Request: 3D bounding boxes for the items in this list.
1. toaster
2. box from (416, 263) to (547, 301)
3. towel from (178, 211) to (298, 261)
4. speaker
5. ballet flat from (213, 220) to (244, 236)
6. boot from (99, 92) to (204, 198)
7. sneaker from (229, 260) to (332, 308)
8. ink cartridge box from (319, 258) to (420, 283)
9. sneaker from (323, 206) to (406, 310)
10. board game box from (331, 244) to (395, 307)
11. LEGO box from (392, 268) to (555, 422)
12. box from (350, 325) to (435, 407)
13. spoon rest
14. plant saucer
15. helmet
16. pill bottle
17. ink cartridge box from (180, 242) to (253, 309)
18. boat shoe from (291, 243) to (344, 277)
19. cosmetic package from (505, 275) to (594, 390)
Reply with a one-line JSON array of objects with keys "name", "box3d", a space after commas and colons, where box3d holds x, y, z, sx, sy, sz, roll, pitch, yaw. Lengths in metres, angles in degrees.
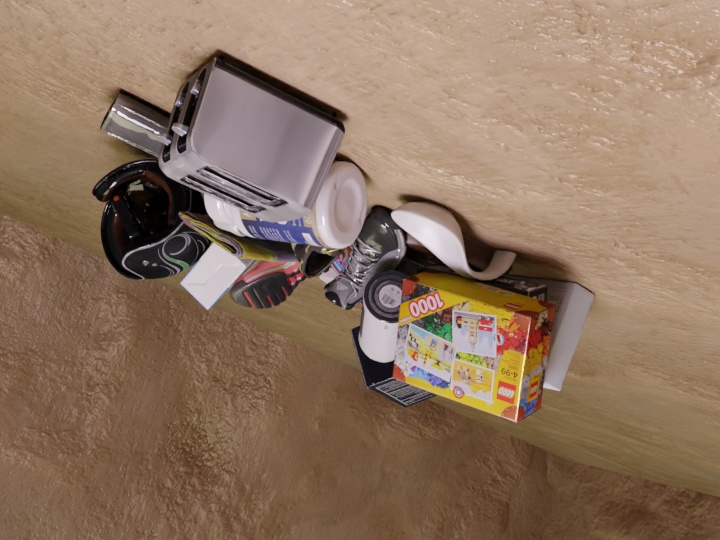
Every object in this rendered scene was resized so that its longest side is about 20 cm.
[{"name": "toaster", "box3d": [-0.124, -0.143, 1.343, 0.199, 0.119, 0.181, 24, 170, -20]}, {"name": "box", "box3d": [0.168, 0.084, 1.657, 0.199, 0.159, 0.050, 13, -162, 41]}, {"name": "towel", "box3d": [-0.169, -0.051, 1.784, 0.143, 0.023, 0.200, 30, -165, 32]}, {"name": "speaker", "box3d": [0.040, 0.072, 1.733, 0.081, 0.082, 0.200, 20, 160, 5]}, {"name": "ballet flat", "box3d": [-0.156, -0.083, 1.765, 0.069, 0.070, 0.200, 16, -171, 23]}, {"name": "boot", "box3d": [-0.269, -0.168, 1.641, 0.199, 0.073, 0.182, 17, 158, -15]}, {"name": "sneaker", "box3d": [-0.127, -0.010, 1.896, 0.087, 0.199, 0.074, 51, 165, 41]}, {"name": "ink cartridge box", "box3d": [0.056, 0.020, 1.930, 0.199, 0.084, 0.145, 15, 169, 29]}, {"name": "sneaker", "box3d": [0.000, 0.000, 1.698, 0.075, 0.115, 0.200, 40, 152, 18]}, {"name": "board game box", "box3d": [0.019, 0.017, 1.830, 0.103, 0.019, 0.200, -23, 109, 47]}, {"name": "LEGO box", "box3d": [0.151, 0.098, 1.578, 0.199, 0.150, 0.077, 16, -160, 33]}, {"name": "box", "box3d": [0.116, 0.144, 2.108, 0.199, 0.124, 0.198, -23, 155, 14]}, {"name": "spoon rest", "box3d": [0.124, -0.036, 1.570, 0.199, 0.061, 0.099, 27, 168, -33]}, {"name": "plant saucer", "box3d": [0.126, -0.022, 1.726, 0.199, 0.032, 0.200, 19, 169, 4]}, {"name": "helmet", "box3d": [-0.327, -0.079, 1.866, 0.199, 0.201, 0.191, 19, 167, 8]}, {"name": "pill bottle", "box3d": [-0.101, -0.093, 1.522, 0.199, 0.112, 0.111, 7, 165, 29]}, {"name": "ink cartridge box", "box3d": [-0.204, -0.031, 1.933, 0.067, 0.116, 0.200, 42, -150, -2]}, {"name": "boat shoe", "box3d": [-0.043, -0.048, 1.695, 0.071, 0.061, 0.201, -8, 164, -25]}, {"name": "cosmetic package", "box3d": [0.236, 0.087, 1.732, 0.052, 0.151, 0.200, 27, 168, -35]}]
